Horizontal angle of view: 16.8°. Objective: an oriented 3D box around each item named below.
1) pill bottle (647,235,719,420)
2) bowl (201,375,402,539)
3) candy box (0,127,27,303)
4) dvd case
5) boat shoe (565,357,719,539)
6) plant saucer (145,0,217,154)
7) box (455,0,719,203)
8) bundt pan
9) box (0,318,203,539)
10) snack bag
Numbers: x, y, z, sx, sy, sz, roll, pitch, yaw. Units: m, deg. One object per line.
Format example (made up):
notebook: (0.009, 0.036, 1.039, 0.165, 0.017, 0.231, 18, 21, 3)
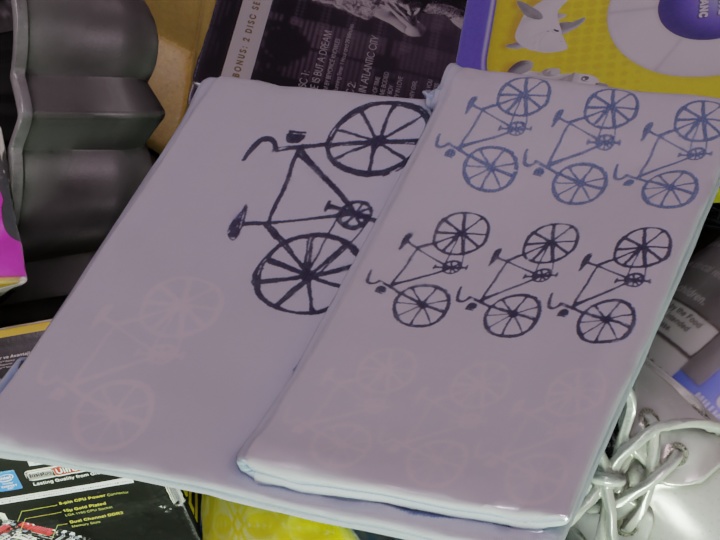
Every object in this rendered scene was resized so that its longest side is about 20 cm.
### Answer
pill bottle: (0.180, 0.016, 0.853, 0.200, 0.114, 0.114, -39, 66, -8)
bowl: (0.018, 0.118, 0.800, 0.108, 0.200, 0.200, -50, 64, 19)
candy box: (-0.219, 0.013, 0.853, 0.136, 0.200, 0.061, -2, 70, -32)
dvd case: (0.047, -0.093, 0.922, 0.199, 0.016, 0.149, 13, 48, -1)
boat shoe: (0.078, 0.056, 0.750, 0.075, 0.086, 0.202, -47, 66, 7)
plant saucer: (-0.119, -0.174, 0.972, 0.200, 0.201, 0.048, 31, 41, 21)
box: (0.135, -0.077, 0.839, 0.199, 0.048, 0.118, -2, 46, 14)
bundt pan: (-0.136, -0.064, 0.916, 0.076, 0.202, 0.203, 0, 59, -32)
box: (-0.150, 0.092, 0.848, 0.199, 0.160, 0.049, -11, 48, 7)
snack bag: (0.000, 0.000, 0.752, 0.199, 0.021, 0.189, 8, 47, 24)
